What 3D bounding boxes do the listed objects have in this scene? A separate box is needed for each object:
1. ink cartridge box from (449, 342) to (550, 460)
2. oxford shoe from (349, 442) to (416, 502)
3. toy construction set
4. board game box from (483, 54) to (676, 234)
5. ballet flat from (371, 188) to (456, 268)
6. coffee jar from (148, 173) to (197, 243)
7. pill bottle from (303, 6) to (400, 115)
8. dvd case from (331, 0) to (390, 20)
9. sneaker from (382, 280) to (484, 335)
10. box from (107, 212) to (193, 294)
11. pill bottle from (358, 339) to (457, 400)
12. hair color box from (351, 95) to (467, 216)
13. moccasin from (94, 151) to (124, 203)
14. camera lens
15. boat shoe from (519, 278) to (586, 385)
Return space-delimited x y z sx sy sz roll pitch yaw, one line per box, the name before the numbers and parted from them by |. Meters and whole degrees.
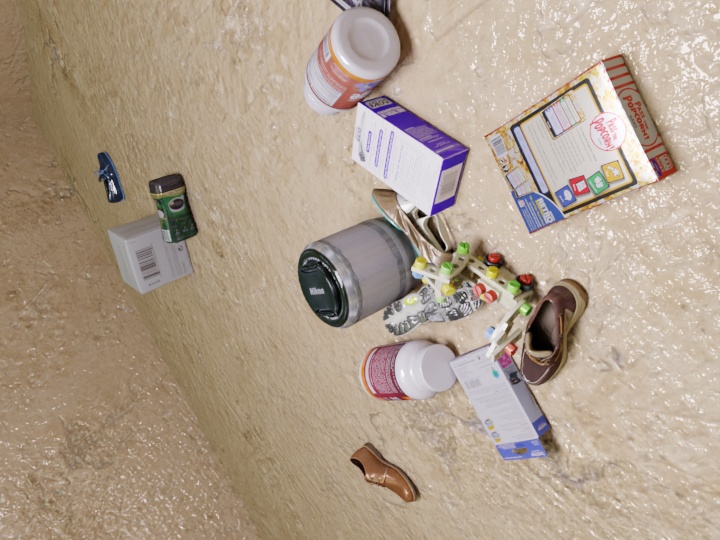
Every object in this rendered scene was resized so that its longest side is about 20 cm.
ink cartridge box | 0.243 0.226 1.041 0.200 0.042 0.119 63 147 8
oxford shoe | 0.052 0.501 1.463 0.200 0.071 0.072 27 130 41
toy construction set | 0.182 0.036 0.919 0.200 0.131 0.092 50 145 22
board game box | 0.265 -0.148 0.761 0.200 0.046 0.152 -25 89 57
ballet flat | 0.100 -0.081 1.031 0.072 0.068 0.200 -45 72 34
coffee jar | -0.579 -0.192 1.866 0.085 0.104 0.201 16 123 46
pill bottle | -0.024 -0.327 0.982 0.113 0.112 0.200 66 157 -2
dvd case | -0.003 -0.465 0.914 0.149 0.016 0.200 48 159 25
sneaker | 0.131 0.053 1.057 0.200 0.085 0.077 -20 89 35
box | -0.706 -0.063 2.042 0.171 0.200 0.200 20 127 45
pill bottle | 0.091 0.193 1.166 0.200 0.113 0.113 -21 93 58
hair color box | 0.074 -0.190 0.988 0.200 0.065 0.110 40 140 30
moccasin | -0.987 -0.361 2.361 0.080 0.068 0.201 -12 100 56
camera lens | 0.000 0.000 1.089 0.160 0.200 0.160 33 136 39
boat shoe | 0.268 0.104 0.897 0.072 0.072 0.200 42 141 31
